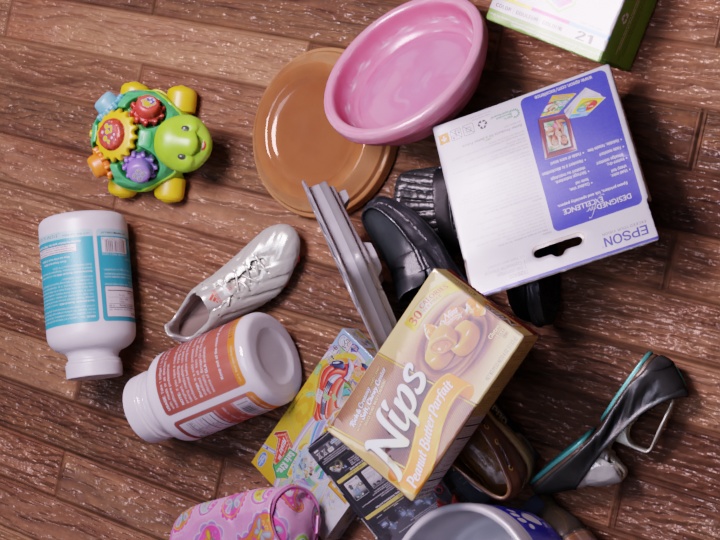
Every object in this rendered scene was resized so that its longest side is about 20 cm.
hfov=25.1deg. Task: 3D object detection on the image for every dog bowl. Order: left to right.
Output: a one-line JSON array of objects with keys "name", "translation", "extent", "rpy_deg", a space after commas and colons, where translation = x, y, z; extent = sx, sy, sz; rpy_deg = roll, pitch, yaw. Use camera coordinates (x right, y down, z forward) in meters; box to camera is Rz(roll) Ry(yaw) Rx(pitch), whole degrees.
[{"name": "dog bowl", "translation": [0.122, 0.335, 1.618], "extent": [0.199, 0.079, 0.201], "rpy_deg": [-9, 76, 42]}]

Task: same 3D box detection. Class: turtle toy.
[{"name": "turtle toy", "translation": [-0.255, -0.158, 1.957], "extent": [0.199, 0.101, 0.147], "rpy_deg": [7, 91, 33]}]

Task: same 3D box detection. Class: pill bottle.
[{"name": "pill bottle", "translation": [-0.335, 0.032, 1.990], "extent": [0.110, 0.111, 0.201], "rpy_deg": [-10, 81, 32]}, {"name": "pill bottle", "translation": [-0.176, 0.131, 1.880], "extent": [0.199, 0.112, 0.113], "rpy_deg": [-23, 75, 29]}]

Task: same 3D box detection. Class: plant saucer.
[{"name": "plant saucer", "translation": [-0.048, -0.160, 1.863], "extent": [0.199, 0.037, 0.201], "rpy_deg": [-2, 86, 33]}, {"name": "plant saucer", "translation": [0.055, -0.210, 1.751], "extent": [0.200, 0.051, 0.201], "rpy_deg": [-22, 44, 23]}]

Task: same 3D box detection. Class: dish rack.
[{"name": "dish rack", "translation": [0.000, 0.000, 1.730], "extent": [0.043, 0.172, 0.200], "rpy_deg": [-23, 33, -1]}]

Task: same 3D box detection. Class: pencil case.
[{"name": "pencil case", "translation": [-0.132, 0.297, 1.836], "extent": [0.200, 0.087, 0.088], "rpy_deg": [-22, 75, 44]}]

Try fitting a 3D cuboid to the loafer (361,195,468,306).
[{"name": "loafer", "translation": [0.063, 0.007, 1.685], "extent": [0.201, 0.070, 0.068], "rpy_deg": [51, 145, 15]}]

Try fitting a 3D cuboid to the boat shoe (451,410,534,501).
[{"name": "boat shoe", "translation": [0.094, 0.155, 1.642], "extent": [0.200, 0.068, 0.072], "rpy_deg": [44, 112, 2]}]

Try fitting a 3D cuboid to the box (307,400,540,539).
[{"name": "box", "translation": [0.066, 0.195, 1.725], "extent": [0.200, 0.049, 0.161], "rpy_deg": [-39, 88, 24]}]

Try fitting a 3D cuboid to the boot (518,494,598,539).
[{"name": "boot", "translation": [0.174, 0.327, 1.683], "extent": [0.200, 0.074, 0.097], "rpy_deg": [-59, 39, 20]}]

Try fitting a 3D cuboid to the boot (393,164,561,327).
[{"name": "boot", "translation": [0.123, -0.025, 1.716], "extent": [0.157, 0.079, 0.212], "rpy_deg": [-17, 67, 24]}]

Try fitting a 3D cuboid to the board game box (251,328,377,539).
[{"name": "board game box", "translation": [-0.022, 0.185, 1.823], "extent": [0.134, 0.034, 0.200], "rpy_deg": [42, 109, 27]}]

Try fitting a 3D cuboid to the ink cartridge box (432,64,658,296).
[{"name": "ink cartridge box", "translation": [0.187, -0.085, 1.632], "extent": [0.197, 0.047, 0.201], "rpy_deg": [-18, 69, 16]}]

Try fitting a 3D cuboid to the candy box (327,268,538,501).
[{"name": "candy box", "translation": [0.070, 0.112, 1.589], "extent": [0.115, 0.055, 0.200], "rpy_deg": [38, 104, 20]}]

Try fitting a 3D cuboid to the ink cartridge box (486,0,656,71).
[{"name": "ink cartridge box", "translation": [0.238, -0.327, 1.668], "extent": [0.147, 0.076, 0.201], "rpy_deg": [26, 102, 31]}]

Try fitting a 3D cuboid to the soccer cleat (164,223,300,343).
[{"name": "soccer cleat", "translation": [-0.148, 0.022, 1.890], "extent": [0.200, 0.077, 0.069], "rpy_deg": [-45, 65, 22]}]

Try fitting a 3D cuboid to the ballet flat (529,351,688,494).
[{"name": "ballet flat", "translation": [0.255, 0.172, 1.631], "extent": [0.068, 0.068, 0.200], "rpy_deg": [44, 110, 13]}]

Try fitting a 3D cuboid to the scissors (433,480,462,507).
[{"name": "scissors", "translation": [0.094, 0.234, 1.688], "extent": [0.073, 0.014, 0.201], "rpy_deg": [-11, 116, 15]}]
